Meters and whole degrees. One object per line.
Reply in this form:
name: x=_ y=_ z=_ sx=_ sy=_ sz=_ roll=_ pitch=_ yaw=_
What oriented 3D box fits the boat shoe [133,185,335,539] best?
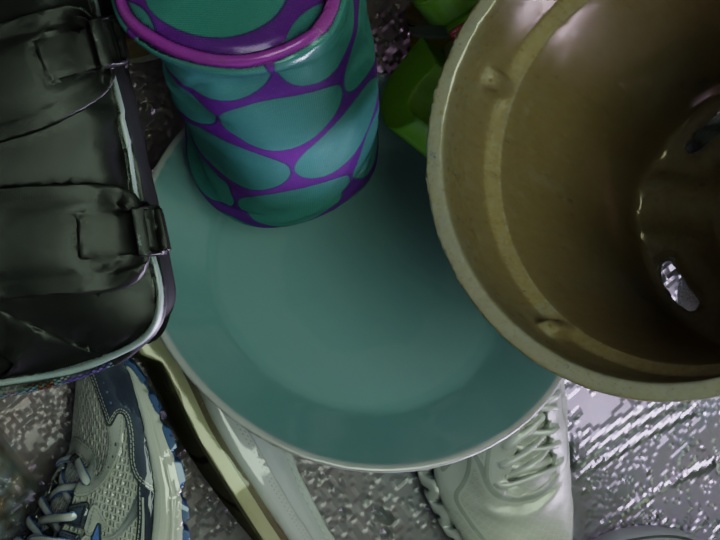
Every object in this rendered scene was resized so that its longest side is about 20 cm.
boat shoe: x=-0.056 y=0.051 z=0.941 sx=0.068 sy=0.075 sz=0.200 roll=-34 pitch=107 yaw=-14

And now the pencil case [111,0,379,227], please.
pencil case: x=-0.041 y=-0.082 z=0.813 sx=0.092 sy=0.200 sz=0.085 roll=26 pitch=77 yaw=11

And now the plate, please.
plate: x=0.000 y=0.000 z=0.911 sx=0.200 sy=0.026 sz=0.201 roll=6 pitch=60 yaw=-11

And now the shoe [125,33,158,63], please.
shoe: x=-0.032 y=-0.132 z=0.907 sx=0.200 sy=0.070 sz=0.053 roll=-22 pitch=139 yaw=11

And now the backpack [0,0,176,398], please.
backpack: x=-0.184 y=-0.032 z=0.818 sx=0.200 sy=0.151 sz=0.178 roll=-13 pitch=94 yaw=-8

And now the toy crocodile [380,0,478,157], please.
toy crocodile: x=0.091 y=-0.125 z=0.907 sx=0.200 sy=0.062 sz=0.068 roll=-35 pitch=114 yaw=10

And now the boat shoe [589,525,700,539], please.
boat shoe: x=0.102 y=0.182 z=1.036 sx=0.200 sy=0.066 sz=0.070 roll=-13 pitch=102 yaw=-23

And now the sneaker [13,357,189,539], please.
sneaker: x=-0.124 y=0.134 z=0.922 sx=0.085 sy=0.077 sz=0.200 roll=-2 pitch=97 yaw=-20

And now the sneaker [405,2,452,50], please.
sneaker: x=0.115 y=-0.099 z=1.010 sx=0.200 sy=0.075 sz=0.090 roll=-10 pitch=109 yaw=-17

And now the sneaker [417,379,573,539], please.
sneaker: x=0.068 y=0.063 z=0.999 sx=0.075 sy=0.081 sz=0.200 roll=-20 pitch=106 yaw=-23

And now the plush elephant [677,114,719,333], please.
plush elephant: x=0.220 y=-0.018 z=1.030 sx=0.200 sy=0.154 sz=0.165 roll=69 pitch=21 yaw=-49

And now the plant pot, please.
plant pot: x=0.154 y=-0.037 z=0.872 sx=0.183 sy=0.200 sz=0.201 roll=21 pitch=87 yaw=-64
